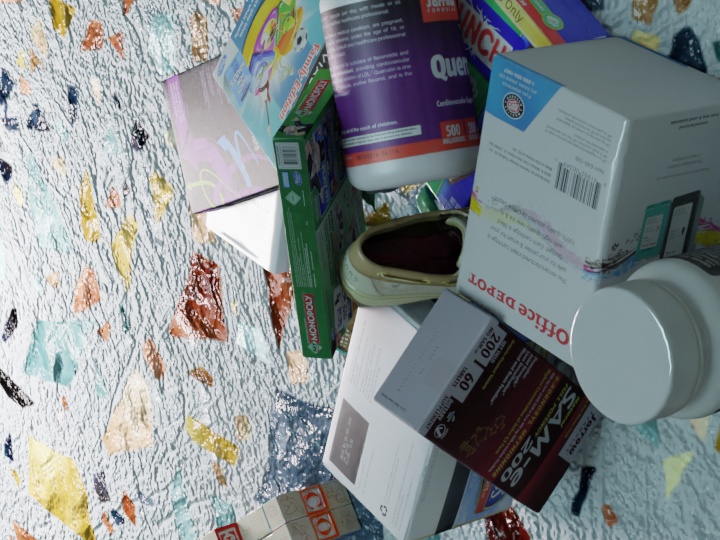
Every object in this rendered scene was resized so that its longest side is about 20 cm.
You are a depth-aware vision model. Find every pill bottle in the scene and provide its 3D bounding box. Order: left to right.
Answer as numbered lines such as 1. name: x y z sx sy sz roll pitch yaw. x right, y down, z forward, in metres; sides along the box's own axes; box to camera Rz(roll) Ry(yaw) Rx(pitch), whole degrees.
1. pill bottle: 0.030 -0.170 1.459 0.112 0.112 0.202 -5 96 52
2. pill bottle: 0.250 0.041 1.286 0.113 0.199 0.115 19 114 48

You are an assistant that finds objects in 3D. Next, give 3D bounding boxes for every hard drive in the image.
1. hard drive: -0.106 -0.115 1.848 0.132 0.026 0.202 34 125 43

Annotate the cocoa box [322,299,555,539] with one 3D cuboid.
1. cocoa box: 0.070 0.112 1.596 0.133 0.130 0.202 41 130 40

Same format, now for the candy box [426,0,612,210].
1. candy box: 0.100 -0.170 1.523 0.170 0.076 0.201 55 136 29

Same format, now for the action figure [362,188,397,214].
1. action figure: -0.009 -0.166 1.668 0.118 0.054 0.202 77 178 -65

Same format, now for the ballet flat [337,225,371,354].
1. ballet flat: 0.000 0.000 1.676 0.065 0.070 0.201 -41 30 22

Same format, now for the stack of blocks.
1. stack of blocks: -0.102 0.284 1.882 0.200 0.114 0.059 -38 71 49

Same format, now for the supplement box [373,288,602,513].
1. supplement box: 0.108 0.109 1.473 0.061 0.200 0.109 31 86 42

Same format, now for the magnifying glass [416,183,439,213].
1. magnifying glass: 0.122 -0.004 1.554 0.200 0.079 0.022 46 116 20

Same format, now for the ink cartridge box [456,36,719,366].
1. ink cartridge box: 0.183 -0.055 1.391 0.146 0.145 0.202 33 124 42

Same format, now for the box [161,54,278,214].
1. box: -0.120 -0.144 1.807 0.199 0.036 0.145 -15 88 51

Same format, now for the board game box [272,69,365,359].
1. board game box: -0.029 -0.048 1.508 0.029 0.135 0.202 2 119 15

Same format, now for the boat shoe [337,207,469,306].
1. boat shoe: 0.082 -0.016 1.488 0.066 0.198 0.075 110 145 -66

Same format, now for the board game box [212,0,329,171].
1. board game box: -0.053 -0.186 1.623 0.152 0.047 0.200 -62 37 23
